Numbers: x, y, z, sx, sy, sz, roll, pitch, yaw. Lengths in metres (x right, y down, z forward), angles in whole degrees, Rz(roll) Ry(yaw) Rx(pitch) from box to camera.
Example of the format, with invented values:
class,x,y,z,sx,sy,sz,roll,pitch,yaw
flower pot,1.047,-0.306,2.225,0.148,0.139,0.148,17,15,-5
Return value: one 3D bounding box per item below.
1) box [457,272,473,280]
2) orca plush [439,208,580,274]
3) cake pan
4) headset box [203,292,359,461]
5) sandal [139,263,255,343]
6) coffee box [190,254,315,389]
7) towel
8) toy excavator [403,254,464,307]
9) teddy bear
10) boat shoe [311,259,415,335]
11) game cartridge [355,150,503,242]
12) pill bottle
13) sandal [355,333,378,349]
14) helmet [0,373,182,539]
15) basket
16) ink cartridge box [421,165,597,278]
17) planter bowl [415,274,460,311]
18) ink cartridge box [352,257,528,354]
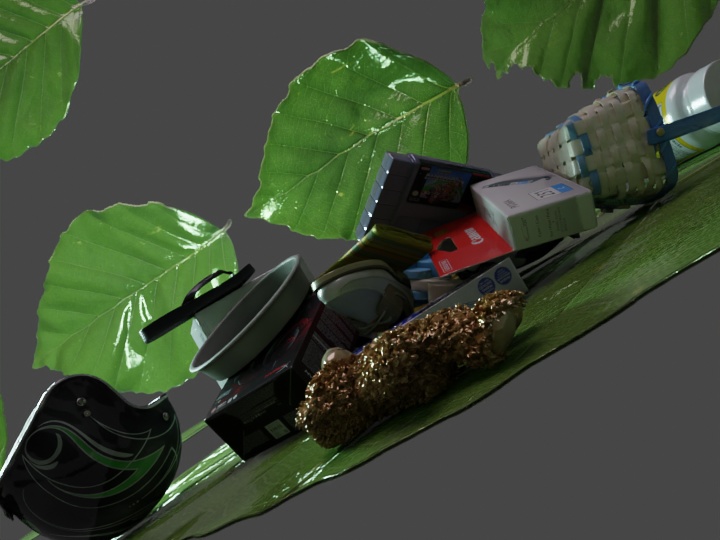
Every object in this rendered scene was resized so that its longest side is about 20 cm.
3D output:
class,x,y,z,sx,sy,sz,roll,pitch,yaw
box,0.202,-0.061,0.978,0.157,0.049,0.200,-32,28,0
orca plush,0.195,-0.035,0.848,0.197,0.106,0.071,-24,-22,-10
cake pan,-0.138,0.064,0.791,0.200,0.037,0.201,-42,14,13
headset box,-0.084,0.112,0.750,0.148,0.075,0.201,-33,18,27
sandal,-0.246,0.038,0.925,0.199,0.043,0.076,-33,-1,-26
coffee box,-0.148,0.125,1.019,0.196,0.202,0.200,-30,-3,-22
towel,0.000,0.000,0.775,0.085,0.018,0.199,15,-33,-29
toy excavator,0.101,0.016,0.896,0.197,0.102,0.193,1,8,36
teddy bear,0.037,0.064,0.468,0.199,0.068,0.144,-33,-5,35
boat shoe,0.017,0.037,0.710,0.074,0.070,0.199,-27,-17,25
game cartridge,0.101,-0.087,0.830,0.197,0.039,0.131,4,-53,-30
pill bottle,0.479,-0.223,0.920,0.113,0.116,0.200,-30,-2,-18
sandal,-0.016,0.101,0.855,0.079,0.059,0.208,-23,27,44
helmet,-0.323,0.232,0.759,0.200,0.189,0.202,-48,23,28
basket,0.327,-0.150,0.732,0.197,0.141,0.176,-22,-1,4
ink cartridge box,0.157,-0.065,0.723,0.173,0.045,0.200,-18,16,4
planter bowl,0.150,0.009,1.094,0.198,0.084,0.200,-32,-2,-1
ink cartridge box,0.076,0.060,0.658,0.198,0.045,0.094,-32,-4,-6
